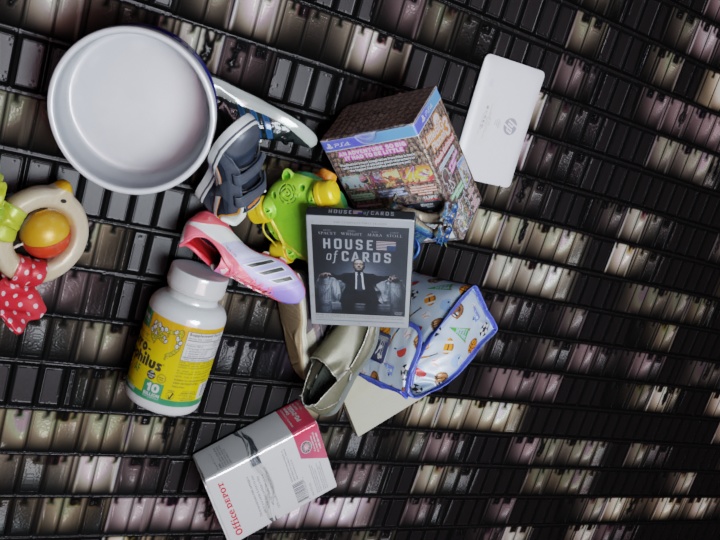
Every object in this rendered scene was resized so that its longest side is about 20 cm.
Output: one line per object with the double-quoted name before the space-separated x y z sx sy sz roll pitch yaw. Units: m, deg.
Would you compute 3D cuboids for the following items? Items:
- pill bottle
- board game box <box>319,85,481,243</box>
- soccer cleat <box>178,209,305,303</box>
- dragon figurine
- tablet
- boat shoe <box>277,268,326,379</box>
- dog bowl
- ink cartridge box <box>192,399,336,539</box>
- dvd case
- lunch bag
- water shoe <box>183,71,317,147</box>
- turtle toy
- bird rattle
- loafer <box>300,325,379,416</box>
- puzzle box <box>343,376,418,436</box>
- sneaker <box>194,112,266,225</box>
"pill bottle" -0.257 0.093 1.098 0.112 0.113 0.202 13 104 -31
"board game box" 0.063 -0.145 1.130 0.201 0.158 0.097 62 42 -32
"soccer cleat" -0.168 -0.005 1.096 0.200 0.077 0.067 39 131 -14
"dragon figurine" 0.062 -0.046 1.110 0.099 0.200 0.059 36 51 -6
"tablet" 0.229 -0.244 1.278 0.129 0.014 0.202 7 106 -30
"boat shoe" -0.084 0.079 1.211 0.064 0.072 0.202 -24 126 -29
"dog bowl" -0.277 -0.201 0.956 0.198 0.079 0.202 -3 112 -7
"ink cartridge box" -0.156 0.329 1.262 0.198 0.084 0.146 -25 119 -18
"dvd case" 0.000 0.000 1.090 0.148 0.025 0.201 3 131 3
"lunch bag" 0.086 0.105 1.227 0.200 0.169 0.124 -46 122 -21
"water shoe" -0.157 -0.203 1.062 0.199 0.072 0.079 24 101 -22
"turtle toy" -0.067 -0.068 1.133 0.144 0.102 0.201 -10 124 23
"bird rattle" -0.419 -0.030 0.976 0.162 0.112 0.202 -31 125 -33
"loafer" -0.034 0.135 1.185 0.069 0.075 0.202 9 105 -60
"puzzle box" 0.055 0.189 1.353 0.199 0.025 0.134 -28 120 -16
"sneaker" -0.158 -0.127 1.013 0.079 0.200 0.078 45 61 1
